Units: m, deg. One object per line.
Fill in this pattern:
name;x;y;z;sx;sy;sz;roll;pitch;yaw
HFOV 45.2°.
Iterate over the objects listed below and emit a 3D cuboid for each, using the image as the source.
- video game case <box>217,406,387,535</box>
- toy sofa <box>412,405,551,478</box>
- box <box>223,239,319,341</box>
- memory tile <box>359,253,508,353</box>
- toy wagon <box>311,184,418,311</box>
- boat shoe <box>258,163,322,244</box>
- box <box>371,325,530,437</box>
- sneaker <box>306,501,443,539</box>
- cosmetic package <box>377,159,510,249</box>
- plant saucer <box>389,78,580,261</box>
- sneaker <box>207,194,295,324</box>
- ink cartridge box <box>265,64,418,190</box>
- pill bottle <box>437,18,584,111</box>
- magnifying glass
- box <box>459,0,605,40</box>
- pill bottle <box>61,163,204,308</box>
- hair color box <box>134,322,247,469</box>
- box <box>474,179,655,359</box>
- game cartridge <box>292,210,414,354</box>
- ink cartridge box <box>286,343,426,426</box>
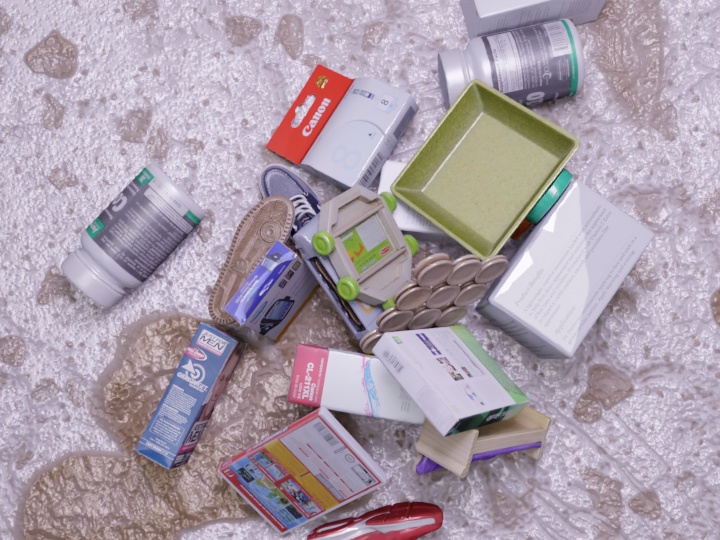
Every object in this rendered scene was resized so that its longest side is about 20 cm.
video game case;-0.082;0.281;1.196;0.199;0.017;0.143;-32;109;25
toy sofa;0.166;0.234;1.165;0.083;0.199;0.098;24;103;40
box;-0.120;0.030;1.208;0.041;0.200;0.119;36;86;17
memory tile;0.093;0.044;1.130;0.152;0.200;0.017;-3;54;-37
toy wagon;0.018;-0.014;1.183;0.155;0.039;0.201;-34;99;-43
boat shoe;-0.085;-0.084;1.275;0.075;0.093;0.200;-39;83;-2
box;0.120;0.136;1.109;0.145;0.199;0.036;49;117;26
sneaker;0.032;0.404;1.227;0.198;0.078;0.116;-15;90;13
cosmetic package;0.124;-0.095;1.276;0.198;0.071;0.102;8;83;4
plant saucer;0.172;-0.133;1.183;0.199;0.048;0.200;40;94;33
sneaker;-0.148;-0.014;1.258;0.070;0.108;0.201;29;92;11
ink cartridge box;-0.037;-0.219;1.280;0.199;0.047;0.161;30;85;27
pill bottle;0.219;-0.295;1.275;0.198;0.113;0.114;-11;82;2
magnifying glass;0.245;-0.084;1.202;0.022;0.200;0.080;38;74;2
box;0.255;-0.417;1.283;0.198;0.124;0.098;-14;82;1
pill bottle;-0.334;-0.049;1.267;0.113;0.113;0.200;42;86;7
hair color box;-0.240;0.179;1.247;0.060;0.100;0.201;26;85;5
box;0.272;0.006;1.191;0.130;0.200;0.200;36;86;5
game cartridge;0.000;0.000;1.214;0.133;0.041;0.201;-44;106;-39
ink cartridge box;0.009;0.160;1.212;0.198;0.146;0.084;10;83;5
